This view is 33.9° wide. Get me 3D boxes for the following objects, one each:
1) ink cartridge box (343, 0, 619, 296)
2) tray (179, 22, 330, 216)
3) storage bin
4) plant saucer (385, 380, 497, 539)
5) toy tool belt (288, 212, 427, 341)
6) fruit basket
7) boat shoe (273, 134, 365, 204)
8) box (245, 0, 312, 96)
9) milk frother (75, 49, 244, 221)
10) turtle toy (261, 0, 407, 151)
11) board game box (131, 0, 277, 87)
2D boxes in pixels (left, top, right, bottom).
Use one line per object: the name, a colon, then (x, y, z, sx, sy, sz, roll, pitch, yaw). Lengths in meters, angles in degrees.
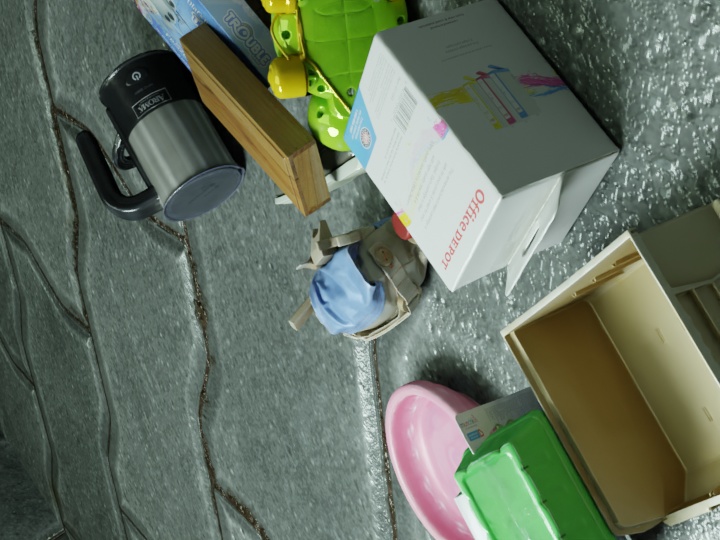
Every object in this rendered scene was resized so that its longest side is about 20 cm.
ink cartridge box: (0.098, -0.093, 0.949, 0.201, 0.124, 0.129, 56, 150, 22)
tray: (-0.107, -0.152, 1.184, 0.200, 0.037, 0.099, 49, 166, 30)
storage bin: (0.228, 0.082, 0.877, 0.200, 0.093, 0.200, 62, 151, 12)
plant saucer: (0.102, 0.205, 1.233, 0.200, 0.050, 0.202, 41, 142, 41)
toy tool belt: (0.000, 0.000, 1.191, 0.126, 0.122, 0.200, 59, 151, 15)
fruit basket: (0.158, 0.191, 0.993, 0.093, 0.200, 0.186, -33, 78, 20)
boat shoe: (-0.036, -0.116, 1.231, 0.201, 0.072, 0.061, -20, 90, 56)
box: (-0.119, -0.285, 1.308, 0.199, 0.021, 0.165, 24, 130, 52)
milk frother: (-0.251, -0.150, 1.548, 0.189, 0.180, 0.200, 59, -166, 16)
turtle toy: (-0.020, -0.205, 1.079, 0.101, 0.144, 0.202, -121, 25, -66)
board game box: (-0.171, -0.267, 1.270, 0.200, 0.043, 0.199, 50, 164, -8)
